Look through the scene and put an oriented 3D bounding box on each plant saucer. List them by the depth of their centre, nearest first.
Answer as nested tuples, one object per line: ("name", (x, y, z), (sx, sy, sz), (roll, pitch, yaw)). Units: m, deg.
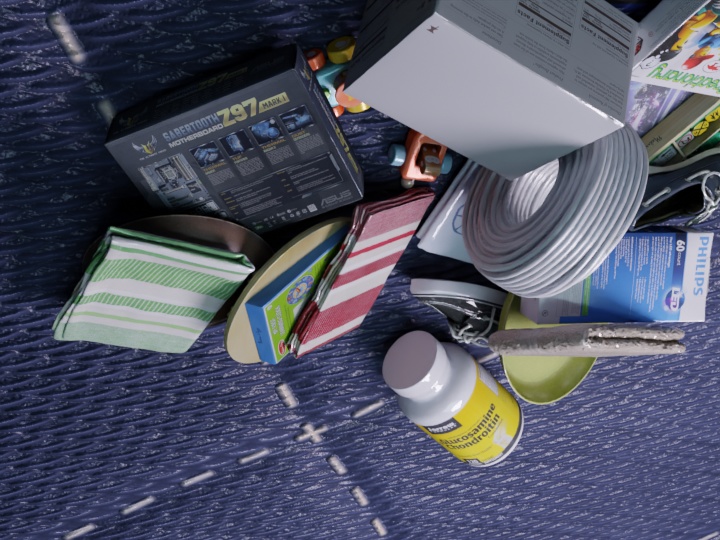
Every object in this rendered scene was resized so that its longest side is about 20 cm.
("plant saucer", (-0.185, 0.012, 0.888), (0.199, 0.032, 0.201), (-5, 150, -3))
("plant saucer", (0.231, 0.062, 1.040), (0.199, 0.031, 0.201), (-12, 110, -37))

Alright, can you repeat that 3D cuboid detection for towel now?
("towel", (-0.209, 0.029, 0.857), (0.152, 0.024, 0.200), (11, 144, -29))
("towel", (0.000, 0.000, 0.941), (0.144, 0.023, 0.201), (-21, 145, -55))
("towel", (0.256, 0.077, 0.956), (0.199, 0.035, 0.132), (5, 169, -39))

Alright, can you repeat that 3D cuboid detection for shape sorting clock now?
("shape sorting clock", (-0.068, 0.022, 0.924), (0.200, 0.039, 0.200), (-42, 158, -21))

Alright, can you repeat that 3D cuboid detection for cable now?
("cable", (0.184, -0.073, 0.842), (0.069, 0.201, 0.200), (27, 121, -24))

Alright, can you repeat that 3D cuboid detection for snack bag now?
("snack bag", (0.188, -0.078, 0.987), (0.199, 0.021, 0.189), (15, 122, -30))

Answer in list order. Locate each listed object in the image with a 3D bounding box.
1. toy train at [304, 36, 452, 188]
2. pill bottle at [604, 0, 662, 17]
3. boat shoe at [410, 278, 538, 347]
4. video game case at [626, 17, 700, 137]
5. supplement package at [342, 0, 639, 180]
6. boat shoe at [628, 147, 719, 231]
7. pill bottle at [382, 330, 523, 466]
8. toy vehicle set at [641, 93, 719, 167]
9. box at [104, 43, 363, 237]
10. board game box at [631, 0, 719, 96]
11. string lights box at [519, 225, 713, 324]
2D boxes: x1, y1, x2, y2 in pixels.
("toy train", (0.022, -0.148, 0.857), (0.199, 0.056, 0.151), (9, 123, -24))
("pill bottle", (0.274, -0.291, 0.788), (0.199, 0.112, 0.112), (-5, 128, -14))
("boat shoe", (0.141, 0.057, 1.035), (0.199, 0.073, 0.069), (17, 82, -36))
("video game case", (0.331, -0.200, 0.898), (0.199, 0.019, 0.143), (-8, 140, -25))
("supplement package", (0.113, -0.188, 0.759), (0.199, 0.112, 0.156), (24, 157, -22))
("boat shoe", (0.360, -0.087, 0.942), (0.199, 0.062, 0.075), (-11, 142, -24))
("pill bottle", (0.116, 0.161, 1.091), (0.112, 0.112, 0.200), (-38, 128, 13))
("toy vehicle set", (0.339, -0.111, 0.977), (0.200, 0.027, 0.124), (-42, 143, 19))
("box", (-0.116, -0.108, 0.822), (0.199, 0.051, 0.158), (-19, 132, 15))
("board game box", (0.339, -0.220, 0.798), (0.199, 0.035, 0.126), (-2, 152, -38))
("string lights box", (0.283, 0.003, 0.954), (0.199, 0.059, 0.104), (0, 101, -10))
